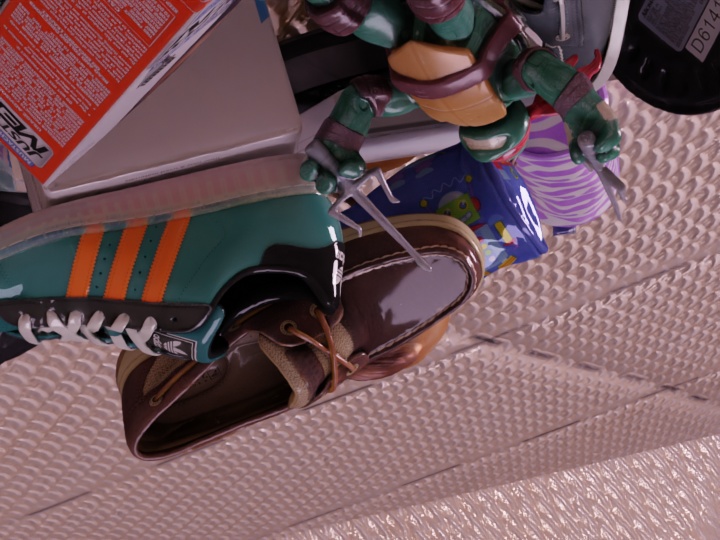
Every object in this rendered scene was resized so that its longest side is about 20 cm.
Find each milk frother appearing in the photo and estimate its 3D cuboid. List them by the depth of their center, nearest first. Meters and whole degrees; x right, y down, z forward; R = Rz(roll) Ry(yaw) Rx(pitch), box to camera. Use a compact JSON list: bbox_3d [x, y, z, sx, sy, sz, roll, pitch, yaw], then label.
[{"bbox_3d":[0.254,-0.138,1.088,0.187,0.201,0.181,-20,162,-43],"label":"milk frother"}]

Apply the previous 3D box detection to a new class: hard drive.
[{"bbox_3d":[0.024,-0.082,1.189,0.131,0.027,0.200,-9,178,-15],"label":"hard drive"}]

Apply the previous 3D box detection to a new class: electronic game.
[{"bbox_3d":[0.012,-0.118,1.249,0.198,0.042,0.200,-12,172,-2],"label":"electronic game"}]

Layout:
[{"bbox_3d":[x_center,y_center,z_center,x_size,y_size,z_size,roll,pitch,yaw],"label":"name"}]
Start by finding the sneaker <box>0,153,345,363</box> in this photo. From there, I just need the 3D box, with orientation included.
[{"bbox_3d":[-0.103,0.009,0.991,0.199,0.080,0.071,-16,166,-3],"label":"sneaker"}]

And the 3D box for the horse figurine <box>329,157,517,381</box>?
[{"bbox_3d":[0.012,0.002,1.243,0.132,0.201,0.050,11,135,7],"label":"horse figurine"}]

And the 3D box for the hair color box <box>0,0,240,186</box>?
[{"bbox_3d":[-0.078,-0.119,0.832,0.111,0.064,0.200,-47,-173,-31],"label":"hair color box"}]

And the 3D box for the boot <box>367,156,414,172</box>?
[{"bbox_3d":[-0.079,-0.057,1.396,0.188,0.069,0.199,-31,172,41],"label":"boot"}]

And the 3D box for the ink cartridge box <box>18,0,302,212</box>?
[{"bbox_3d":[-0.112,-0.081,1.078,0.124,0.129,0.200,-15,167,-10],"label":"ink cartridge box"}]

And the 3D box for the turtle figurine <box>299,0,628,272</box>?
[{"bbox_3d":[0.035,-0.085,0.962,0.149,0.101,0.200,-18,138,24],"label":"turtle figurine"}]

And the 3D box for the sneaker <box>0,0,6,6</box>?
[{"bbox_3d":[-0.175,-0.133,0.869,0.079,0.096,0.200,-12,165,-2],"label":"sneaker"}]

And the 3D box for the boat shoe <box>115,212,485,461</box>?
[{"bbox_3d":[-0.029,0.039,1.047,0.199,0.072,0.072,-21,123,9],"label":"boat shoe"}]

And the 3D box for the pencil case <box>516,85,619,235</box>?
[{"bbox_3d":[0.129,-0.088,1.436,0.085,0.085,0.200,5,167,9],"label":"pencil case"}]

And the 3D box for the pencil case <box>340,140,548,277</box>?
[{"bbox_3d":[0.000,0.000,1.118,0.199,0.078,0.087,-29,180,14],"label":"pencil case"}]

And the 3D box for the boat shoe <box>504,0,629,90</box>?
[{"bbox_3d":[0.096,-0.145,1.006,0.061,0.073,0.200,0,159,-2],"label":"boat shoe"}]

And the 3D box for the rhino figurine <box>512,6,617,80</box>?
[{"bbox_3d":[0.101,-0.149,1.144,0.060,0.088,0.199,-26,163,31],"label":"rhino figurine"}]

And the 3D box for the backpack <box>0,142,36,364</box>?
[{"bbox_3d":[-0.274,0.012,1.192,0.177,0.151,0.200,2,150,-45],"label":"backpack"}]
